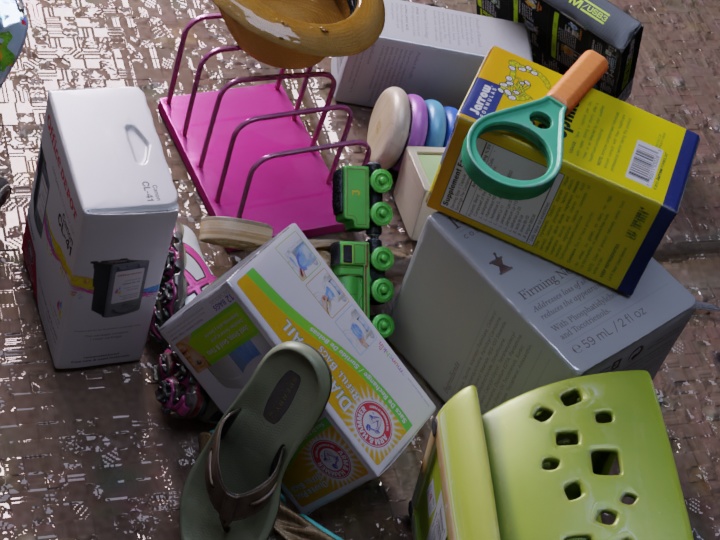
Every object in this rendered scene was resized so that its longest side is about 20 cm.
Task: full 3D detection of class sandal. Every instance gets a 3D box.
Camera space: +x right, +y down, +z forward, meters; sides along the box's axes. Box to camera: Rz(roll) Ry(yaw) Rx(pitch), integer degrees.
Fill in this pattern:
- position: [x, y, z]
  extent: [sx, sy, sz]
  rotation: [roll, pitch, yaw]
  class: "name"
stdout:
- position: [-0.090, 0.146, 1.177]
  extent: [0.079, 0.203, 0.057]
  rotation: [27, 13, 11]
  class: "sandal"
- position: [-0.056, 0.002, 1.424]
  extent: [0.210, 0.077, 0.071]
  rotation: [10, 81, -30]
  class: "sandal"

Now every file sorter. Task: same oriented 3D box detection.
- position: [-0.092, -0.144, 1.492]
  extent: [0.138, 0.126, 0.201]
  rotation: [-10, 54, -27]
  class: "file sorter"

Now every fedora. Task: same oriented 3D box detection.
- position: [-0.076, -0.254, 1.454]
  extent: [0.198, 0.082, 0.202]
  rotation: [14, 47, -15]
  class: "fedora"

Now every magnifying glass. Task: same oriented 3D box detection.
- position: [0.150, -0.124, 1.250]
  extent: [0.079, 0.023, 0.200]
  rotation: [33, 48, 12]
  class: "magnifying glass"

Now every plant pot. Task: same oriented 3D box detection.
- position: [0.142, 0.211, 1.214]
  extent: [0.179, 0.201, 0.201]
  rotation: [2, 49, -9]
  class: "plant pot"

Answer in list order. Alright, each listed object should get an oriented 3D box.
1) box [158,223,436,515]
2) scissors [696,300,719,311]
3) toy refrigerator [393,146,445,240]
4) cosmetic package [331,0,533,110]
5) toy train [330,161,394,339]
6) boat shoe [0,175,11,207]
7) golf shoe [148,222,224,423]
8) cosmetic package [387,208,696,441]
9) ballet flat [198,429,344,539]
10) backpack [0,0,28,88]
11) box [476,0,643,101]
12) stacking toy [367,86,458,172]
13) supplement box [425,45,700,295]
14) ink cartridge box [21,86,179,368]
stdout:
- position: [-0.050, 0.083, 1.263]
  extent: [0.201, 0.112, 0.101]
  rotation: [53, 44, -5]
  class: "box"
- position: [0.268, 0.027, 1.544]
  extent: [0.198, 0.014, 0.074]
  rotation: [22, 44, 0]
  class: "scissors"
- position: [0.141, -0.078, 1.545]
  extent: [0.198, 0.070, 0.076]
  rotation: [2, 39, -18]
  class: "toy refrigerator"
- position: [0.076, -0.224, 1.638]
  extent: [0.198, 0.102, 0.075]
  rotation: [8, 49, -13]
  class: "cosmetic package"
- position: [0.000, 0.000, 1.391]
  extent: [0.056, 0.042, 0.203]
  rotation: [2, 83, -19]
  class: "toy train"
- position: [-0.352, -0.006, 1.325]
  extent: [0.064, 0.073, 0.201]
  rotation: [31, 50, -5]
  class: "boat shoe"
- position: [-0.142, 0.048, 1.351]
  extent: [0.091, 0.073, 0.202]
  rotation: [12, 50, -35]
  class: "golf shoe"
- position: [0.157, 0.044, 1.383]
  extent: [0.166, 0.167, 0.200]
  rotation: [-26, 60, -35]
  class: "cosmetic package"
- position: [-0.074, 0.214, 1.234]
  extent: [0.199, 0.068, 0.072]
  rotation: [39, 69, 11]
  class: "ballet flat"
- position: [-0.410, -0.233, 1.431]
  extent: [0.146, 0.183, 0.201]
  rotation: [12, 38, -41]
  class: "backpack"
- position: [0.212, -0.265, 1.663]
  extent: [0.193, 0.200, 0.048]
  rotation: [38, 82, 15]
  class: "box"
- position: [0.110, -0.129, 1.591]
  extent: [0.198, 0.086, 0.086]
  rotation: [11, 46, -19]
  class: "stacking toy"
- position: [0.173, -0.087, 1.313]
  extent: [0.198, 0.109, 0.110]
  rotation: [24, 47, 4]
  class: "supplement box"
- position: [-0.225, -0.036, 1.297]
  extent: [0.085, 0.201, 0.148]
  rotation: [-6, 51, -23]
  class: "ink cartridge box"
